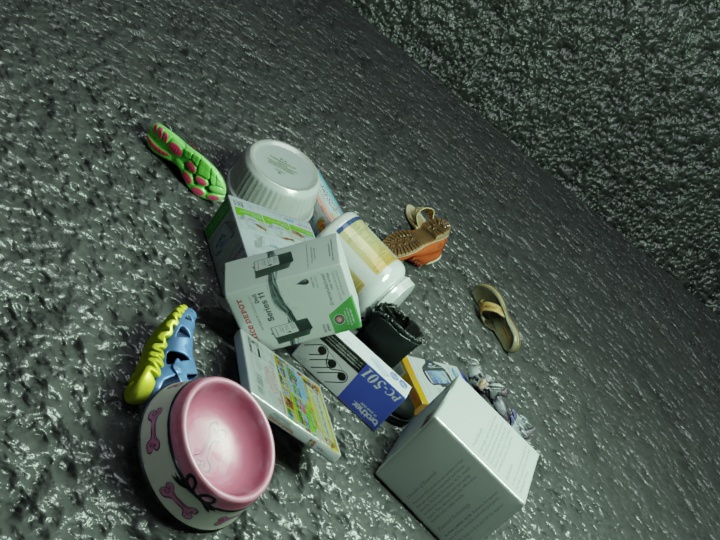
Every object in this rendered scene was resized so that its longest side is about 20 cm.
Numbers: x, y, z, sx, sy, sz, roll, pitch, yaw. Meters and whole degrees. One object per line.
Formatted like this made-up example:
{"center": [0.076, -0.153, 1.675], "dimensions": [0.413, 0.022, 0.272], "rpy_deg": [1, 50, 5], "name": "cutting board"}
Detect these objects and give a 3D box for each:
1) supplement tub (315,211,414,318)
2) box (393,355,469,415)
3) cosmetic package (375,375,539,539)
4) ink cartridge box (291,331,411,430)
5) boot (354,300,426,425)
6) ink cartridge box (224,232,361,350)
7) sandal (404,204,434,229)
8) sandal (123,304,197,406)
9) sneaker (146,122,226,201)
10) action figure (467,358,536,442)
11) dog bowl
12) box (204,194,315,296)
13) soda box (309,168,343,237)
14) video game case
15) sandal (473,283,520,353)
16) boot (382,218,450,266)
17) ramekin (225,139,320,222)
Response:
{"center": [0.000, 0.000, 1.696], "dimensions": [0.200, 0.145, 0.144], "rpy_deg": [47, 27, 10], "name": "supplement tub"}
{"center": [0.155, 0.236, 1.675], "dimensions": [0.198, 0.042, 0.120], "rpy_deg": [19, 34, -42], "name": "box"}
{"center": [0.165, 0.324, 1.417], "dimensions": [0.200, 0.165, 0.165], "rpy_deg": [44, 26, 4], "name": "cosmetic package"}
{"center": [-0.016, 0.174, 1.473], "dimensions": [0.199, 0.094, 0.044], "rpy_deg": [42, 26, 0], "name": "ink cartridge box"}
{"center": [0.057, 0.163, 1.512], "dimensions": [0.198, 0.163, 0.073], "rpy_deg": [41, 28, 1], "name": "boot"}
{"center": [-0.110, 0.041, 1.385], "dimensions": [0.084, 0.196, 0.148], "rpy_deg": [-99, 172, -50], "name": "ink cartridge box"}
{"center": [0.169, -0.127, 2.190], "dimensions": [0.077, 0.070, 0.213], "rpy_deg": [30, 29, -21], "name": "sandal"}
{"center": [-0.272, 0.133, 1.223], "dimensions": [0.086, 0.079, 0.202], "rpy_deg": [36, 35, -18], "name": "sandal"}
{"center": [-0.327, -0.220, 1.658], "dimensions": [0.200, 0.077, 0.084], "rpy_deg": [46, 31, 6], "name": "sneaker"}
{"center": [0.280, 0.265, 1.739], "dimensions": [0.202, 0.069, 0.130], "rpy_deg": [57, 10, 0], "name": "action figure"}
{"center": [-0.193, 0.231, 1.114], "dimensions": [0.199, 0.073, 0.203], "rpy_deg": [37, 38, -35], "name": "dog bowl"}
{"center": [-0.166, -0.024, 1.561], "dimensions": [0.198, 0.097, 0.178], "rpy_deg": [17, 36, -40], "name": "box"}
{"center": [-0.094, -0.140, 1.866], "dimensions": [0.068, 0.064, 0.202], "rpy_deg": [10, 42, -45], "name": "soda box"}
{"center": [-0.117, 0.191, 1.312], "dimensions": [0.181, 0.023, 0.201], "rpy_deg": [40, 10, -24], "name": "video game case"}
{"center": [0.322, 0.113, 2.056], "dimensions": [0.053, 0.081, 0.202], "rpy_deg": [-5, 54, -27], "name": "sandal"}
{"center": [0.125, -0.043, 2.008], "dimensions": [0.197, 0.109, 0.075], "rpy_deg": [-19, 49, -29], "name": "boot"}
{"center": [-0.173, -0.183, 1.751], "dimensions": [0.199, 0.095, 0.205], "rpy_deg": [21, 38, -17], "name": "ramekin"}
